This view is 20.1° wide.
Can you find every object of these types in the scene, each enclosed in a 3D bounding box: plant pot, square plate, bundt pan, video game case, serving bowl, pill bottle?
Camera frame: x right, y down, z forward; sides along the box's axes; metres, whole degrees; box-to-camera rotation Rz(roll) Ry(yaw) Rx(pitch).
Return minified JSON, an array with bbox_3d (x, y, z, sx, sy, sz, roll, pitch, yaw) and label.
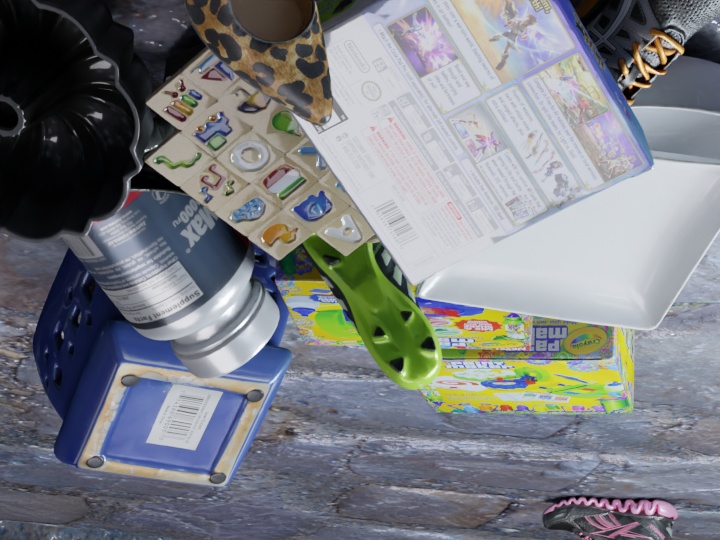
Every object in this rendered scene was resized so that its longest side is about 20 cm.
[{"bbox_3d":[-0.172,0.074,1.807,0.198,0.181,0.201,11,130,-21],"label":"plant pot"},{"bbox_3d":[0.160,-0.033,1.484,0.198,0.029,0.199,8,141,-14],"label":"square plate"},{"bbox_3d":[-0.228,-0.123,1.373,0.200,0.076,0.203,9,127,13],"label":"bundt pan"},{"bbox_3d":[0.061,-0.107,1.272,0.180,0.046,0.200,-25,125,16],"label":"video game case"},{"bbox_3d":[0.209,-0.110,1.471,0.198,0.066,0.200,2,163,1],"label":"serving bowl"},{"bbox_3d":[-0.153,-0.016,1.605,0.119,0.120,0.201,-11,126,38],"label":"pill bottle"}]

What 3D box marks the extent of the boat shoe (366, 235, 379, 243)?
[{"bbox_3d":[0.013,-0.057,1.444,0.074,0.076,0.201,1,178,39],"label":"boat shoe"}]

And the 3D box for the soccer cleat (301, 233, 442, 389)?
[{"bbox_3d":[0.000,0.000,1.524,0.067,0.201,0.081,-26,172,-6],"label":"soccer cleat"}]

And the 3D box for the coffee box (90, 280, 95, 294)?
[{"bbox_3d":[-0.193,0.056,2.036,0.112,0.081,0.200,0,162,11],"label":"coffee box"}]

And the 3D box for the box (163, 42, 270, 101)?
[{"bbox_3d":[-0.041,-0.125,1.414,0.160,0.050,0.200,9,177,-18],"label":"box"}]

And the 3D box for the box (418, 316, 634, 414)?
[{"bbox_3d":[0.150,0.053,1.898,0.198,0.123,0.193,0,162,12],"label":"box"}]

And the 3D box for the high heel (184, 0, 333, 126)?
[{"bbox_3d":[-0.042,-0.178,1.140,0.071,0.201,0.142,-38,-166,-35],"label":"high heel"}]

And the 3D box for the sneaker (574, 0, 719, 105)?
[{"bbox_3d":[0.164,-0.138,1.329,0.199,0.078,0.078,-30,147,28],"label":"sneaker"}]

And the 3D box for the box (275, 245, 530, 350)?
[{"bbox_3d":[0.043,-0.019,1.669,0.198,0.123,0.193,1,163,7],"label":"box"}]

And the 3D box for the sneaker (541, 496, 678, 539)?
[{"bbox_3d":[0.360,0.380,2.939,0.198,0.096,0.079,0,164,14],"label":"sneaker"}]

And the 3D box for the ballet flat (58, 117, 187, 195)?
[{"bbox_3d":[-0.129,-0.074,1.496,0.199,0.057,0.066,3,148,-35],"label":"ballet flat"}]

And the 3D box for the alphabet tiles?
[{"bbox_3d":[-0.037,-0.087,1.327,0.166,0.006,0.200,-37,129,20],"label":"alphabet tiles"}]
